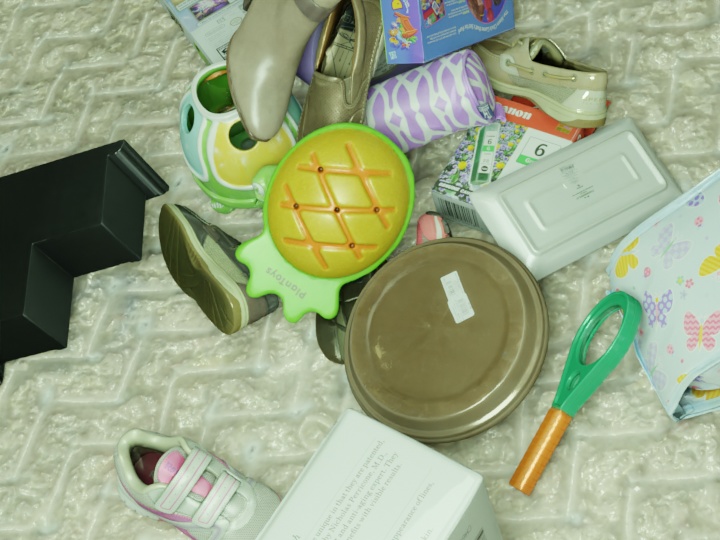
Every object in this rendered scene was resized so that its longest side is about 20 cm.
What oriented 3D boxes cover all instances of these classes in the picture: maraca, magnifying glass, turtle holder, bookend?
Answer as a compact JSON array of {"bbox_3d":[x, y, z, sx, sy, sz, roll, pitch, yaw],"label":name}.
[{"bbox_3d":[-0.033,-0.045,1.265,0.137,0.107,0.200,34,98,-1],"label":"maraca"},{"bbox_3d":[0.190,0.108,1.185,0.022,0.080,0.200,33,85,-15],"label":"magnifying glass"},{"bbox_3d":[-0.126,-0.133,1.391,0.140,0.132,0.186,-3,56,11],"label":"turtle holder"},{"bbox_3d":[-0.307,-0.006,1.352,0.199,0.092,0.199,-15,56,19],"label":"bookend"}]

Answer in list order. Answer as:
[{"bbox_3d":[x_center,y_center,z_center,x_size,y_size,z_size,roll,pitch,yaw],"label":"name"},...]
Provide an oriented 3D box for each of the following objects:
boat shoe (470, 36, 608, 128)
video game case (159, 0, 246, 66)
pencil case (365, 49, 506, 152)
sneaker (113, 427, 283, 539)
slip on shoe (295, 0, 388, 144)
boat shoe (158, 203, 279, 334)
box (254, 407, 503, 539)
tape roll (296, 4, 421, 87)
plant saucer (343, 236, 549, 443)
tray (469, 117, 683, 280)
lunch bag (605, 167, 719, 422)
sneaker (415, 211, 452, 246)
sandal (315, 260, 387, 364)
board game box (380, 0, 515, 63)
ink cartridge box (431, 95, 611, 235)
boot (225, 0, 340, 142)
[{"bbox_3d":[0.184,-0.210,1.370,0.072,0.065,0.200,-11,32,-29],"label":"boat shoe"},{"bbox_3d":[-0.118,-0.324,1.567,0.200,0.045,0.181,-32,57,-8],"label":"video game case"},{"bbox_3d":[0.046,-0.156,1.357,0.199,0.086,0.084,-17,49,25],"label":"pencil case"},{"bbox_3d":[-0.150,0.203,1.203,0.199,0.088,0.082,17,63,23],"label":"sneaker"},{"bbox_3d":[-0.024,-0.180,1.314,0.076,0.061,0.201,22,94,30],"label":"slip on shoe"},{"bbox_3d":[-0.147,-0.005,1.357,0.066,0.072,0.201,-10,36,-28],"label":"boat shoe"},{"bbox_3d":[0.009,0.253,1.063,0.130,0.199,0.200,24,67,27],"label":"box"},{"bbox_3d":[-0.001,-0.281,1.416,0.200,0.200,0.085,-41,57,-14],"label":"tape roll"},{"bbox_3d":[0.072,0.057,1.208,0.199,0.029,0.201,-10,63,21],"label":"plant saucer"},{"bbox_3d":[0.215,-0.074,1.292,0.200,0.022,0.108,-26,74,-18],"label":"tray"},{"bbox_3d":[0.328,0.018,1.182,0.200,0.127,0.170,-37,49,23],"label":"lunch bag"},{"bbox_3d":[0.055,0.028,1.276,0.086,0.074,0.201,-9,56,10],"label":"sneaker"},{"bbox_3d":[0.000,0.000,1.326,0.081,0.055,0.201,-3,71,19],"label":"sandal"},{"bbox_3d":[0.090,-0.296,1.357,0.045,0.135,0.200,5,21,33],"label":"board game box"},{"bbox_3d":[0.168,-0.128,1.364,0.109,0.050,0.200,21,65,26],"label":"ink cartridge box"},{"bbox_3d":[-0.065,-0.240,1.284,0.146,0.070,0.201,-22,67,52],"label":"boot"}]
